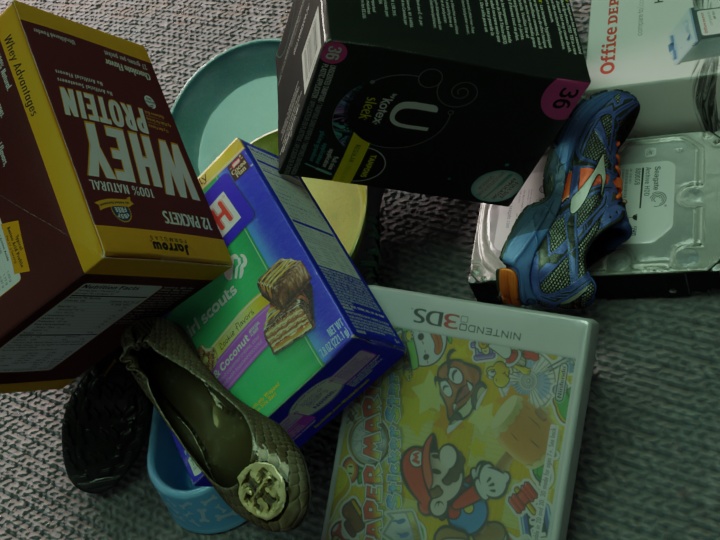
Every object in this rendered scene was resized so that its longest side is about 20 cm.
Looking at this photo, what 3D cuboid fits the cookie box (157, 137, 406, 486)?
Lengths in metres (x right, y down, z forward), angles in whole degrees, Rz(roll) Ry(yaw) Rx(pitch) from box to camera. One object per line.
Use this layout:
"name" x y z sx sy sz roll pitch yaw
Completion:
"cookie box" -0.088 0.032 0.766 0.171 0.075 0.201 -43 58 17

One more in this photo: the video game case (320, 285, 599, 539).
"video game case" 0.064 0.121 0.710 0.180 0.023 0.203 8 87 33

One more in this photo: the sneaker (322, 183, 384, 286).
"sneaker" 0.000 0.000 0.874 0.087 0.074 0.202 16 74 24

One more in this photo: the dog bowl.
"dog bowl" -0.123 0.116 0.851 0.110 0.050 0.202 -14 50 17

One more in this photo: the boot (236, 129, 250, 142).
"boot" -0.012 -0.142 0.992 0.198 0.064 0.188 6 60 25

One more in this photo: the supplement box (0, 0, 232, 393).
"supplement box" -0.235 -0.043 0.738 0.199 0.132 0.199 -32 72 25

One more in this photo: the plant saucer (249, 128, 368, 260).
"plant saucer" -0.071 -0.030 0.860 0.198 0.031 0.202 -18 56 28

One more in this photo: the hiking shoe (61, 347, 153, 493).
"hiking shoe" -0.208 0.096 0.900 0.075 0.101 0.202 13 83 2

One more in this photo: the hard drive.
"hard drive" 0.193 -0.043 0.823 0.198 0.038 0.141 -2 55 25

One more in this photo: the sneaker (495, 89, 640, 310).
"sneaker" 0.175 -0.050 0.775 0.078 0.075 0.201 20 71 22

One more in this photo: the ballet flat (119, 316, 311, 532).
"ballet flat" -0.106 0.099 0.686 0.200 0.046 0.068 45 105 31

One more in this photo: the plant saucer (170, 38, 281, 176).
"plant saucer" -0.091 -0.116 0.952 0.198 0.036 0.203 -3 79 16

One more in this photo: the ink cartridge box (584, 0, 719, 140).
"ink cartridge box" 0.295 -0.186 0.849 0.198 0.086 0.148 -4 54 22

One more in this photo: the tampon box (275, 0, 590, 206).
"tampon box" 0.046 -0.152 0.774 0.198 0.150 0.127 6 56 -15
